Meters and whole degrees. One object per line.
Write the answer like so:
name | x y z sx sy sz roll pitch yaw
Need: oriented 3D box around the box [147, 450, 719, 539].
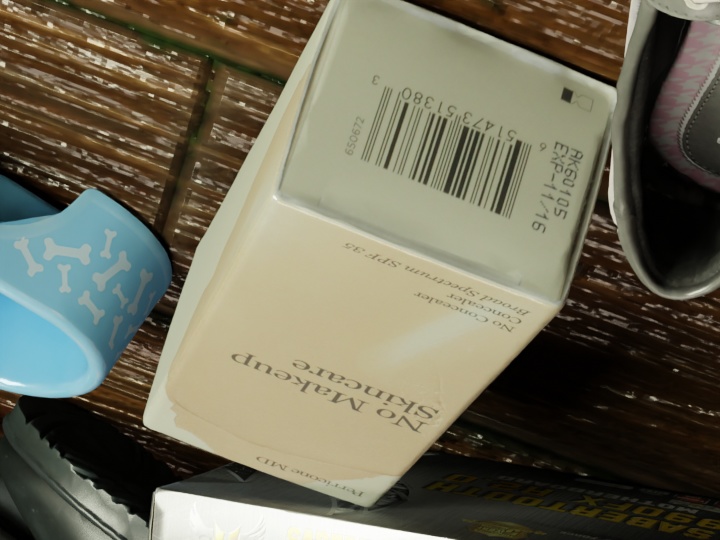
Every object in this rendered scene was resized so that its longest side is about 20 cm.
box | 0.042 0.106 0.893 0.200 0.048 0.158 8 -174 20

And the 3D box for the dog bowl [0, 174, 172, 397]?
dog bowl | -0.163 -0.016 0.877 0.200 0.050 0.111 33 150 -27

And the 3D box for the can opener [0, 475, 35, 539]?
can opener | -0.175 0.111 1.123 0.066 0.053 0.200 -1 148 33

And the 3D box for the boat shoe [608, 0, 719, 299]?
boat shoe | 0.101 -0.057 0.623 0.067 0.057 0.200 15 153 7

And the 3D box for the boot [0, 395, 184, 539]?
boot | -0.110 0.170 1.016 0.198 0.162 0.073 38 -165 18

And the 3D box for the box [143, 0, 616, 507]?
box | 0.000 0.000 0.771 0.095 0.078 0.200 20 154 -6
